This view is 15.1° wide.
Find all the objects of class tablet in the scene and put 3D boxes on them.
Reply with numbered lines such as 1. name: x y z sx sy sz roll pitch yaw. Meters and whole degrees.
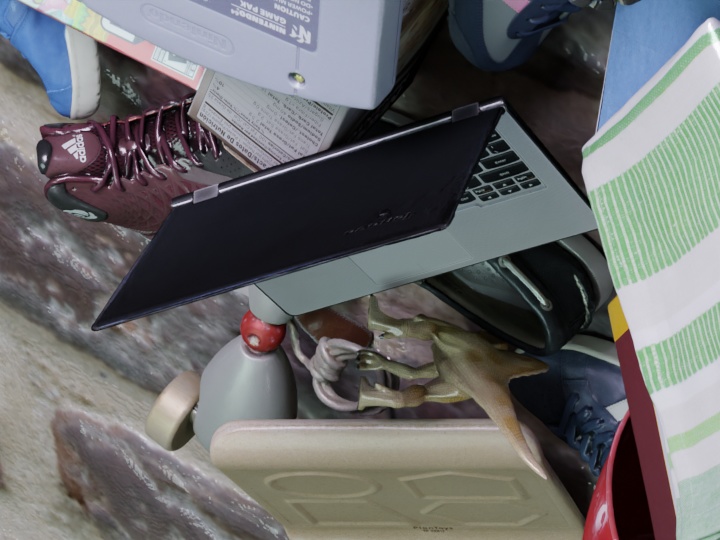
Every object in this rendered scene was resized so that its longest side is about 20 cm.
1. tablet: 0.158 -0.077 1.197 0.200 0.014 0.131 -141 55 -62

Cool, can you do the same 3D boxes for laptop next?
1. laptop: 0.000 0.000 1.321 0.186 0.117 0.200 -16 146 23

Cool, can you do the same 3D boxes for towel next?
1. towel: 0.150 0.010 1.168 0.153 0.023 0.201 132 130 -61

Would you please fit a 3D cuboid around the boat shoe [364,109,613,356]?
1. boat shoe: 0.039 -0.024 1.457 0.199 0.060 0.076 28 142 21

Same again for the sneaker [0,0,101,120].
1. sneaker: -0.213 -0.164 1.506 0.077 0.111 0.201 -114 11 -52

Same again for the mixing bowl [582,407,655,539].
1. mixing bowl: 0.183 0.157 1.340 0.200 0.200 0.108 42 138 2

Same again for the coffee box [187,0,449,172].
1. coffee box: -0.003 -0.140 1.332 0.080 0.114 0.200 38 146 6

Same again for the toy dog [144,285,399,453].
1. toy dog: -0.048 0.047 1.619 0.132 0.096 0.200 47 131 -1

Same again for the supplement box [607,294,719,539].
1. supplement box: 0.227 0.065 1.211 0.197 0.132 0.201 129 137 -56

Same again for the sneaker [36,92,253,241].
1. sneaker: -0.118 -0.064 1.517 0.115 0.076 0.200 8 157 -27

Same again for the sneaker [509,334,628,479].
1. sneaker: 0.153 0.109 1.462 0.199 0.085 0.075 30 143 20

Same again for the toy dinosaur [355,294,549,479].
1. toy dinosaur: 0.051 0.049 1.420 0.100 0.200 0.059 7 103 -4

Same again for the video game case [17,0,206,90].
1. video game case: -0.139 -0.198 1.399 0.199 0.017 0.144 27 110 7

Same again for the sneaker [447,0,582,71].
1. sneaker: 0.097 -0.144 1.251 0.082 0.070 0.200 50 150 20

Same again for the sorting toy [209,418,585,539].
1. sorting toy: 0.026 0.119 1.541 0.184 0.037 0.200 -1 158 13

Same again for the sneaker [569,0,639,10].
1. sneaker: 0.119 -0.213 1.121 0.077 0.201 0.085 20 -160 -30

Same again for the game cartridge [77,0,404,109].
1. game cartridge: -0.070 -0.151 1.240 0.199 0.041 0.134 24 138 15
